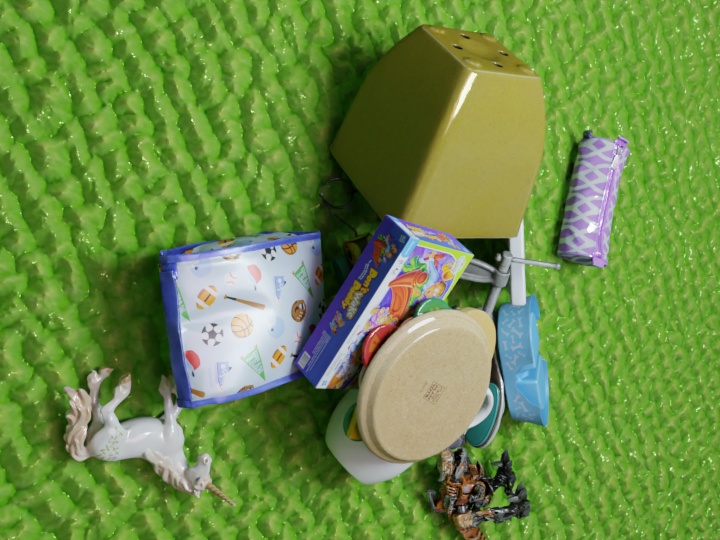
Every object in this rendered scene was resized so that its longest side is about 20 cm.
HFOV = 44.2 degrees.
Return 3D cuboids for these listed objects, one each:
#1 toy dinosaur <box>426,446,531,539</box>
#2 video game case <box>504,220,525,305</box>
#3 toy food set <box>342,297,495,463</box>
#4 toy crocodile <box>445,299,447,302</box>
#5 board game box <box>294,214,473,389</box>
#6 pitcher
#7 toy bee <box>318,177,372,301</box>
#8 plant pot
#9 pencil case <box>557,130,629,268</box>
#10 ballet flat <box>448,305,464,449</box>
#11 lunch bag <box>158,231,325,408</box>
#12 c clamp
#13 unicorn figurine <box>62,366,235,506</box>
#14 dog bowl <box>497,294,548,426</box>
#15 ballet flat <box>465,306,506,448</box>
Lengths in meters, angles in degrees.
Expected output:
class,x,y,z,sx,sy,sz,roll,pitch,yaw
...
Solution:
class,x,y,z,sx,sy,sz,roll,pitch,yaw
toy dinosaur,0.163,0.322,1.260,0.134,0.103,0.201,-19,142,-2
video game case,0.209,-0.065,1.221,0.023,0.182,0.204,-2,96,7
toy food set,0.072,0.129,1.025,0.196,0.049,0.203,12,104,-38
toy crocodile,0.075,0.016,1.192,0.068,0.061,0.203,-46,128,-62
board game box,0.028,0.043,1.007,0.134,0.045,0.202,10,116,-52
pitcher,0.067,0.188,1.140,0.200,0.121,0.172,-44,119,1
toy bee,0.000,0.000,1.107,0.131,0.109,0.201,-41,111,-4
plant pot,0.109,-0.176,1.071,0.192,0.196,0.202,-2,130,-33
pencil case,0.359,-0.105,1.356,0.083,0.085,0.203,13,87,-31
ballet flat,0.138,0.151,1.232,0.071,0.072,0.204,6,95,-33
lunch bag,-0.140,0.048,1.001,0.199,0.122,0.173,-17,102,-51
c clamp,0.139,0.052,1.135,0.168,0.027,0.202,16,125,-8
unicorn figurine,-0.235,0.182,0.996,0.197,0.074,0.140,6,90,-17
dog bowl,0.234,0.131,1.272,0.112,0.049,0.203,-64,145,-56
ballet flat,0.185,0.152,1.275,0.069,0.069,0.204,-3,94,-33
